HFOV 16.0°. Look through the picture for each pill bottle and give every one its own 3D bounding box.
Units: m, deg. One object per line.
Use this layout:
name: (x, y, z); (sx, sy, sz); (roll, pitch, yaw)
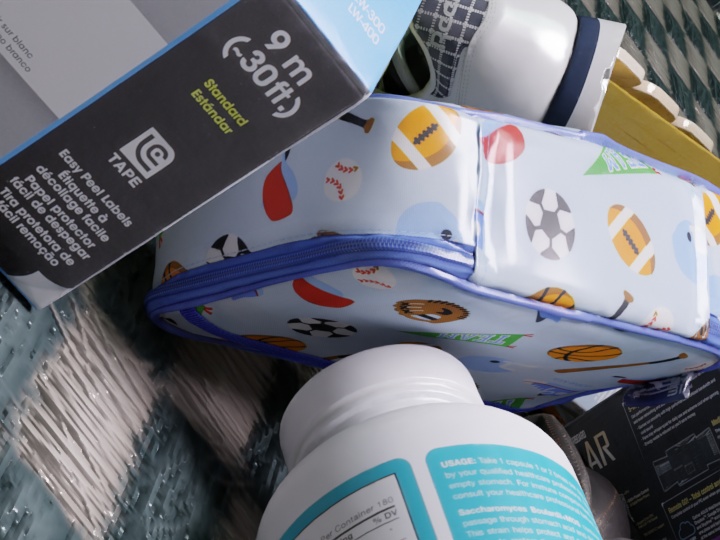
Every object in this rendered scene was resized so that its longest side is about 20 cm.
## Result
pill bottle: (0.031, 0.119, 0.801); (0.111, 0.111, 0.200); (40, 23, -45)

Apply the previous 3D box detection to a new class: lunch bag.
lunch bag: (0.031, 0.002, 0.910); (0.200, 0.160, 0.076); (18, 66, -40)

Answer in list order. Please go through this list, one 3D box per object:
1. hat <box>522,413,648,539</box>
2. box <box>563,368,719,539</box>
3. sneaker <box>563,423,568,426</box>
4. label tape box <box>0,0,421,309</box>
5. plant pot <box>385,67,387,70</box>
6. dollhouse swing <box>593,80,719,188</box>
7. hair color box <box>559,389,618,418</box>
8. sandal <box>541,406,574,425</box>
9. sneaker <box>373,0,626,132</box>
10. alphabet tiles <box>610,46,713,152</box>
hat: (0.070, 0.111, 0.992); (0.201, 0.081, 0.201); (51, 17, -22)
box: (0.157, 0.108, 1.015); (0.043, 0.200, 0.161); (-11, 72, -35)
sneaker: (0.144, 0.147, 1.185); (0.200, 0.075, 0.077); (33, 34, -34)
label tape box: (-0.065, -0.099, 0.776); (0.143, 0.200, 0.066); (49, 22, -24)
plant pot: (-0.071, -0.146, 0.918); (0.200, 0.200, 0.194); (26, 45, -62)
dollhouse swing: (0.196, -0.048, 1.221); (0.182, 0.176, 0.200); (41, 4, 40)
hair color box: (0.106, 0.034, 1.200); (0.200, 0.061, 0.099); (39, -2, -35)
sandal: (0.098, 0.018, 1.304); (0.207, 0.059, 0.079); (52, 16, -15)
sneaker: (0.033, -0.064, 0.983); (0.080, 0.200, 0.077); (19, 70, -10)
alphabet tiles: (0.068, -0.087, 1.267); (0.200, 0.195, 0.015); (36, 68, -51)
